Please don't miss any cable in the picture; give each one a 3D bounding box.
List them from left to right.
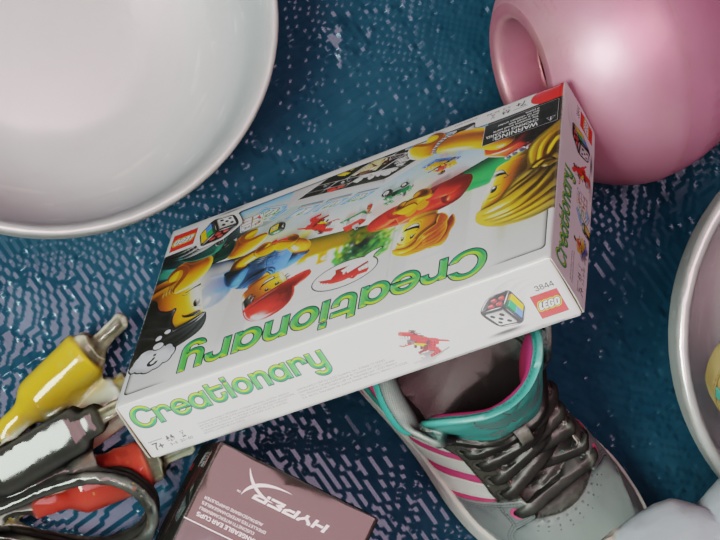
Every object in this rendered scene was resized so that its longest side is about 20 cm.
[{"bbox_3d":[-0.169,0.104,0.961,0.200,0.050,0.097,-27,95,3],"label":"cable"}]

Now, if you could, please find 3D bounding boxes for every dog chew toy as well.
[{"bbox_3d":[0.162,-0.114,0.975,0.200,0.125,0.125,-16,88,-16],"label":"dog chew toy"}]

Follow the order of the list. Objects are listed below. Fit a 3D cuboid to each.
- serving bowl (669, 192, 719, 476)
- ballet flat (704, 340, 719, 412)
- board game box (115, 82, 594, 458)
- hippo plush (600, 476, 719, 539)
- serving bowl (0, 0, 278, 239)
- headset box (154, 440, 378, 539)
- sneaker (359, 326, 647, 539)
[{"bbox_3d":[0.230,0.027,0.984,0.200,0.066,0.201,0,91,-10],"label":"serving bowl"},{"bbox_3d":[0.248,0.037,0.915,0.200,0.063,0.069,-16,122,-7],"label":"ballet flat"},{"bbox_3d":[0.000,0.000,0.900,0.200,0.126,0.035,-20,122,21],"label":"board game box"},{"bbox_3d":[0.165,0.134,0.830,0.200,0.159,0.161,-25,53,-1],"label":"hippo plush"},{"bbox_3d":[-0.139,-0.106,0.954,0.200,0.066,0.201,2,78,-9],"label":"serving bowl"},{"bbox_3d":[-0.075,0.177,0.903,0.075,0.149,0.200,26,83,-4],"label":"headset box"},{"bbox_3d":[0.066,0.067,0.944,0.200,0.121,0.084,45,82,-2],"label":"sneaker"}]
